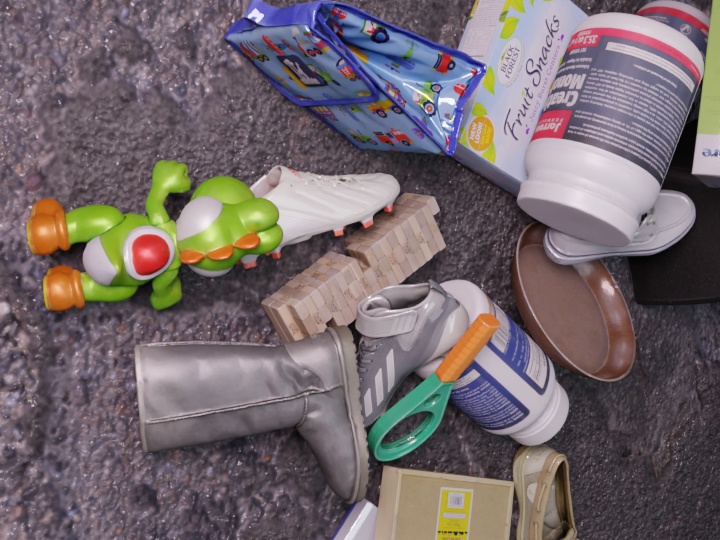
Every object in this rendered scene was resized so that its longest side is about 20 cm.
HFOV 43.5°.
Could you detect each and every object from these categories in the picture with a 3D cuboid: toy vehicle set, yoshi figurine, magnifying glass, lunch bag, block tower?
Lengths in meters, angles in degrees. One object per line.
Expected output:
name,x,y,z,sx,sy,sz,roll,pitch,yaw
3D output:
toy vehicle set,0.096,0.291,1.009,0.199,0.026,0.126,18,76,-40
yoshi figurine,-0.164,-0.030,0.752,0.197,0.113,0.113,-9,65,-5
magnifying glass,0.072,0.119,0.884,0.079,0.022,0.201,2,130,-42
lunch bag,-0.015,-0.186,0.797,0.199,0.150,0.095,25,84,-35
block tower,0.000,0.000,0.901,0.199,0.054,0.058,-39,119,-22

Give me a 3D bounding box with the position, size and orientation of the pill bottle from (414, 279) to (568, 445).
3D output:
pill bottle,0.142,0.108,0.982,0.200,0.110,0.112,41,75,-32

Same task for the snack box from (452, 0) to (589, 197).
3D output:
snack box,0.176,-0.197,0.979,0.168,0.067,0.202,25,83,-36

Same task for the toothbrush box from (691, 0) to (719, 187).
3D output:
toothbrush box,0.411,-0.191,0.951,0.145,0.085,0.203,2,96,-63

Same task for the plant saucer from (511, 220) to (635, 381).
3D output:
plant saucer,0.238,0.038,1.031,0.199,0.034,0.202,26,46,-30

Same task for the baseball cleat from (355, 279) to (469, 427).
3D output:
baseball cleat,0.011,0.083,0.884,0.200,0.070,0.106,-44,122,11

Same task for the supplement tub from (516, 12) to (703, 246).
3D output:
supplement tub,0.250,-0.141,0.914,0.139,0.140,0.202,26,84,-35

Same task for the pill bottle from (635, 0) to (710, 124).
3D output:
pill bottle,0.328,-0.201,1.052,0.120,0.119,0.201,43,75,-32

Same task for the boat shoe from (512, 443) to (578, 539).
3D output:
boat shoe,0.237,0.309,1.112,0.073,0.063,0.203,-17,108,-31

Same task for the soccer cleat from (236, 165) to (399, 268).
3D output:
soccer cleat,-0.048,-0.067,0.850,0.198,0.069,0.079,-22,107,-27

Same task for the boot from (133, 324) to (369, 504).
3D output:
boot,-0.098,0.141,0.816,0.197,0.072,0.185,-10,94,-20

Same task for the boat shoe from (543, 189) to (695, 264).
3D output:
boat shoe,0.304,-0.054,1.017,0.198,0.067,0.074,-19,68,-18

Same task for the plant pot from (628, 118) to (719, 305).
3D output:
plant pot,0.463,-0.070,1.133,0.198,0.177,0.202,-25,111,-27

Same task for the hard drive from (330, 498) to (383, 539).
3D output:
hard drive,-0.012,0.362,0.974,0.132,0.025,0.201,43,74,-32
